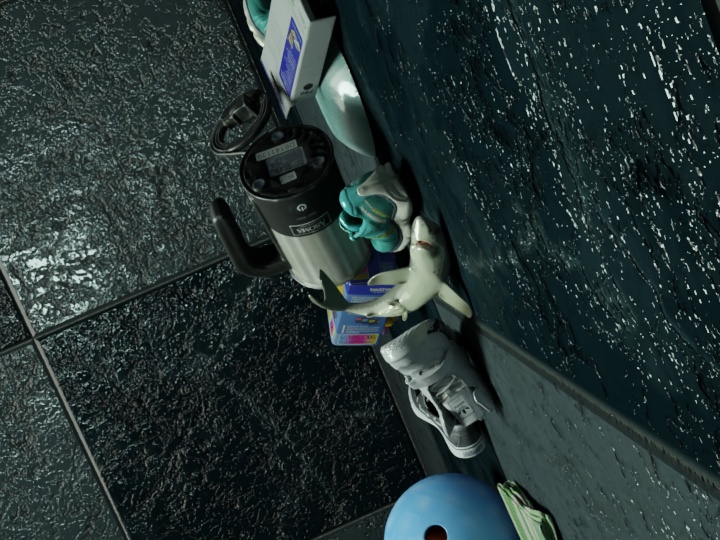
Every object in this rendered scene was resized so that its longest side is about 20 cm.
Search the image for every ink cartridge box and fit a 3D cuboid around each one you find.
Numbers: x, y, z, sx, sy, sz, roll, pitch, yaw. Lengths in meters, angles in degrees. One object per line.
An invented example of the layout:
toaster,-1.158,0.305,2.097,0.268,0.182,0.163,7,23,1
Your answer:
ink cartridge box,-0.078,-0.279,1.223,0.100,0.039,0.200,66,159,18
ink cartridge box,0.000,0.000,1.455,0.200,0.076,0.137,109,157,-54

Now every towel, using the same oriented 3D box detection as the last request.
towel,0.225,0.342,1.234,0.200,0.023,0.153,-176,62,-84

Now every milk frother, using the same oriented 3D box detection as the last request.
milk frother,-0.092,-0.106,1.284,0.188,0.180,0.200,67,-159,-51

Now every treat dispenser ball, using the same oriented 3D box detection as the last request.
treat dispenser ball,0.133,0.392,1.451,0.201,0.200,0.201,157,90,-86

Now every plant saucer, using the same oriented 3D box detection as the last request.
plant saucer,-0.036,-0.232,1.308,0.201,0.039,0.201,157,90,-86

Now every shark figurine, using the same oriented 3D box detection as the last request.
shark figurine,0.048,0.007,1.127,0.128,0.214,0.090,39,-132,-19

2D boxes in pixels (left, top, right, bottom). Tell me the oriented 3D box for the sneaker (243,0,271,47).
sneaker,-0.106,-0.352,1.482,0.200,0.077,0.080,61,155,15

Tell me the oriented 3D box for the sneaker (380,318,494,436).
sneaker,0.095,0.123,1.159,0.115,0.075,0.200,61,-166,17

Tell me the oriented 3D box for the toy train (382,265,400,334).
toy train,0.046,0.009,1.544,0.200,0.055,0.151,-105,19,-49

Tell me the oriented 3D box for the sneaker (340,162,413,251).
sneaker,0.013,-0.068,1.181,0.200,0.079,0.078,75,172,-73

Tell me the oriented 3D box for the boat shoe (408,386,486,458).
boat shoe,0.116,0.191,1.462,0.068,0.072,0.200,66,174,-28
